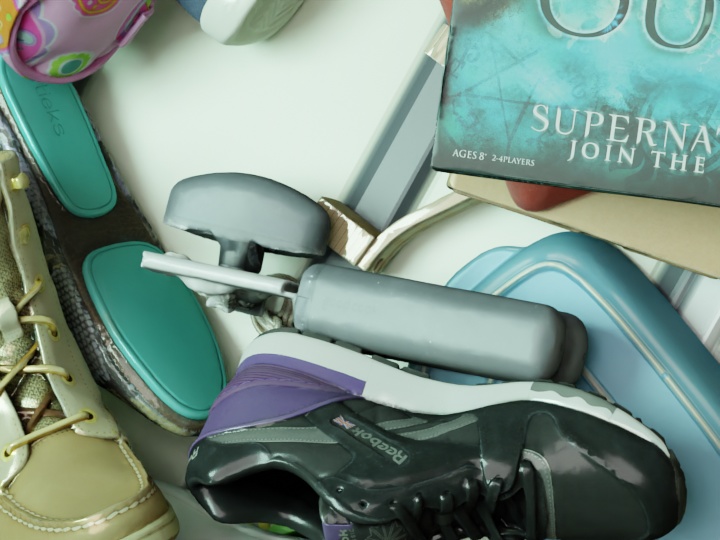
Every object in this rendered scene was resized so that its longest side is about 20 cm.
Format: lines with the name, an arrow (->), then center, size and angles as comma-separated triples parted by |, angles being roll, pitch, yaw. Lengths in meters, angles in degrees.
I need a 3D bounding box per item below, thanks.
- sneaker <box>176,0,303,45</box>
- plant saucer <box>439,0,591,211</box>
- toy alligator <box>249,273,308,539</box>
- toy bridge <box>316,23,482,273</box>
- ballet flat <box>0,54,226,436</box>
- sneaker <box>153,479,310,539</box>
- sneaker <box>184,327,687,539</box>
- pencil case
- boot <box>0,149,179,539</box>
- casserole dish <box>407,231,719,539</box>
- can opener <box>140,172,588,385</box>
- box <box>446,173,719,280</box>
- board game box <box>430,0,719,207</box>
sneaker -> -0.023, -0.197, 1.211 | 0.085, 0.075, 0.200 | 42, 98, 14
plant saucer -> 0.123, -0.149, 1.131 | 0.200, 0.037, 0.200 | -20, 86, 4
toy alligator -> -0.024, 0.094, 1.187 | 0.059, 0.054, 0.200 | -18, 78, 15
toy bridge -> 0.060, -0.080, 1.194 | 0.067, 0.027, 0.200 | 38, 96, 17
ballet flat -> -0.124, -0.004, 1.236 | 0.072, 0.072, 0.201 | -32, 74, 13
sneaker -> -0.093, 0.129, 1.160 | 0.200, 0.085, 0.073 | 1, 95, 45
sneaker -> 0.027, 0.091, 1.103 | 0.200, 0.076, 0.088 | 10, 44, 23
pencil case -> -0.165, -0.178, 1.240 | 0.087, 0.087, 0.200 | -40, 63, 10
boot -> -0.142, 0.034, 1.149 | 0.073, 0.200, 0.156 | -18, 109, -18
casserole dish -> 0.097, 0.073, 1.158 | 0.121, 0.039, 0.200 | -41, 74, 11
can opener -> 0.000, 0.000, 1.157 | 0.200, 0.053, 0.067 | 10, 86, 26
box -> 0.141, -0.103, 1.157 | 0.163, 0.021, 0.200 | 19, 90, 8
board game box -> 0.135, -0.093, 1.095 | 0.200, 0.028, 0.136 | 7, 89, 7
